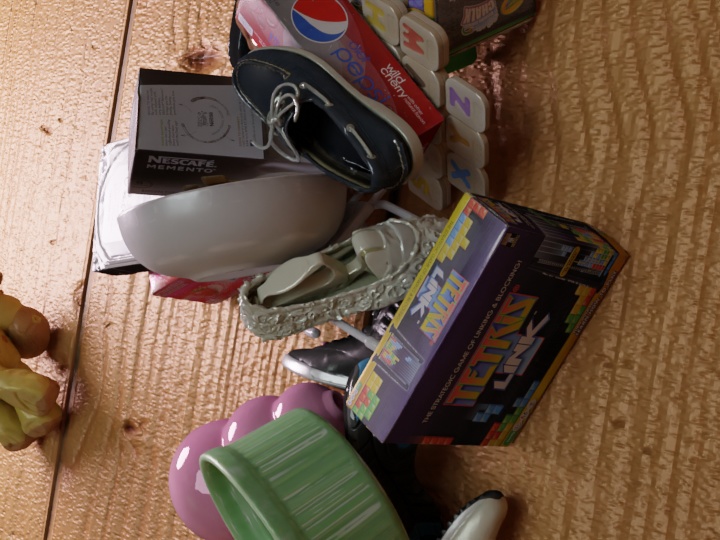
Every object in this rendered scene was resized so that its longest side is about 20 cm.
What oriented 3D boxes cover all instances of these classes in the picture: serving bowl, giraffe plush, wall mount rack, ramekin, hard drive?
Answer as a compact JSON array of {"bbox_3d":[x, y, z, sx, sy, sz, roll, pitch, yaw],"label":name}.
[{"bbox_3d":[-0.105,-0.030,1.063,0.200,0.200,0.066,-12,86,42],"label":"serving bowl"},{"bbox_3d":[-0.448,0.101,1.524,0.172,0.200,0.163,-35,33,38],"label":"giraffe plush"},{"bbox_3d":[0.000,0.000,1.095,0.200,0.075,0.174,-53,18,-14],"label":"wall mount rack"},{"bbox_3d":[-0.041,0.213,1.042,0.200,0.098,0.200,48,159,26],"label":"ramekin"},{"bbox_3d":[-0.197,-0.073,1.246,0.199,0.038,0.140,-6,77,43],"label":"hard drive"}]

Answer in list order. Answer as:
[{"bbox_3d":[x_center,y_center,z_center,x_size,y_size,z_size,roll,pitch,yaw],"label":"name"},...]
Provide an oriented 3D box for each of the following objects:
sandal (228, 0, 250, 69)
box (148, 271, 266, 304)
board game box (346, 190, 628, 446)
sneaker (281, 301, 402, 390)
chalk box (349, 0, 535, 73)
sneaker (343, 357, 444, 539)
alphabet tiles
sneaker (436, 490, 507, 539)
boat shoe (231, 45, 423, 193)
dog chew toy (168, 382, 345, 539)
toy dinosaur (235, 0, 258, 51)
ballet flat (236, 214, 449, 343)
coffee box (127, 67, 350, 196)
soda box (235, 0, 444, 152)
[{"bbox_3d":[-0.113,-0.308,1.306,0.048,0.075,0.201,14,94,40],"label":"sandal"},{"bbox_3d":[-0.126,-0.047,1.265,0.200,0.095,0.100,-26,66,38],"label":"box"},{"bbox_3d":[0.103,0.046,0.988,0.057,0.165,0.200,43,113,38],"label":"board game box"},{"bbox_3d":[0.012,0.066,1.143,0.200,0.071,0.100,6,80,44],"label":"sneaker"},{"bbox_3d":[0.068,-0.267,1.071,0.124,0.124,0.201,34,140,41],"label":"chalk box"},{"bbox_3d":[0.012,0.162,1.077,0.082,0.073,0.201,25,132,53],"label":"sneaker"},{"bbox_3d":[0.042,-0.146,1.089,0.196,0.015,0.200,41,152,34],"label":"alphabet tiles"},{"bbox_3d":[0.093,0.283,1.042,0.093,0.070,0.200,31,102,20],"label":"sneaker"},{"bbox_3d":[-0.040,-0.120,1.004,0.200,0.062,0.075,38,135,26],"label":"boat shoe"},{"bbox_3d":[-0.090,0.177,1.188,0.200,0.124,0.125,-39,59,24],"label":"dog chew toy"},{"bbox_3d":[-0.081,-0.219,1.179,0.136,0.086,0.201,120,130,-74],"label":"toy dinosaur"},{"bbox_3d":[-0.011,0.002,1.018,0.199,0.072,0.072,-24,64,5],"label":"ballet flat"},{"bbox_3d":[-0.106,-0.116,1.117,0.114,0.199,0.080,130,141,-67],"label":"coffee box"},{"bbox_3d":[-0.020,-0.175,1.064,0.200,0.070,0.063,53,156,10],"label":"soda box"}]
